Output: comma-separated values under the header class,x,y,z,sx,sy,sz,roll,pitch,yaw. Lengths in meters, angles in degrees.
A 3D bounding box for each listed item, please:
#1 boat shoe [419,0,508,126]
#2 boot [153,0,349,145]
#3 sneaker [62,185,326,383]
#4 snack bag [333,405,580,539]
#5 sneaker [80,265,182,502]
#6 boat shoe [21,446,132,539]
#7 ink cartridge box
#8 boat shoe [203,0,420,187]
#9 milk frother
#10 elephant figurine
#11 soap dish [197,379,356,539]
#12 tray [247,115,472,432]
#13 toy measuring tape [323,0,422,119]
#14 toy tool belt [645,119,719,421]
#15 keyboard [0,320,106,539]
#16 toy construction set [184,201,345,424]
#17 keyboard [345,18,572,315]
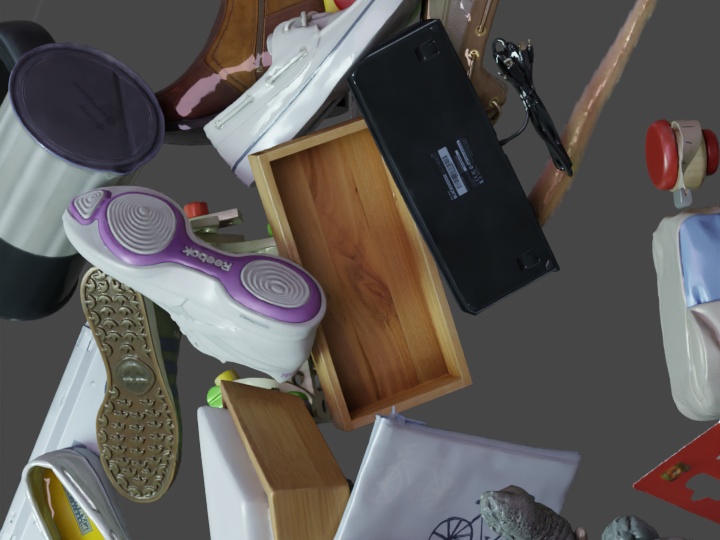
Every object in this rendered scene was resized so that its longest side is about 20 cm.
class,x,y,z,sx,sy,sz,roll,pitch,yaw
boat shoe,0.071,-0.129,1.453,0.066,0.074,0.201,5,95,0
boot,-0.106,-0.201,1.538,0.188,0.068,0.201,-12,81,23
sneaker,-0.120,0.015,1.414,0.199,0.075,0.100,28,140,14
snack bag,0.056,0.199,1.381,0.021,0.188,0.201,31,104,53
sneaker,-0.156,0.066,1.540,0.067,0.090,0.201,3,118,16
boat shoe,-0.196,0.225,1.533,0.074,0.086,0.203,-28,80,20
ink cartridge box,0.289,0.106,1.291,0.200,0.162,0.057,-44,56,14
boat shoe,-0.035,-0.147,1.444,0.066,0.072,0.200,45,120,5
milk frother,-0.276,-0.066,1.490,0.181,0.200,0.188,45,134,9
elephant figurine,0.149,0.228,1.322,0.155,0.200,0.142,25,95,22
soap dish,-0.051,0.192,1.412,0.081,0.157,0.201,-12,117,-12
tray,0.000,0.000,1.436,0.098,0.037,0.201,-20,100,-15
toy measuring tape,0.018,-0.165,1.486,0.073,0.074,0.201,-10,91,23
toy tool belt,0.258,-0.004,1.352,0.122,0.125,0.201,-6,86,-8
keyboard,-0.225,0.140,1.599,0.056,0.011,0.201,24,96,18
toy construction set,-0.070,0.040,1.499,0.131,0.092,0.201,-16,91,22
keyboard,0.083,-0.081,1.423,0.127,0.021,0.201,-28,106,-4
